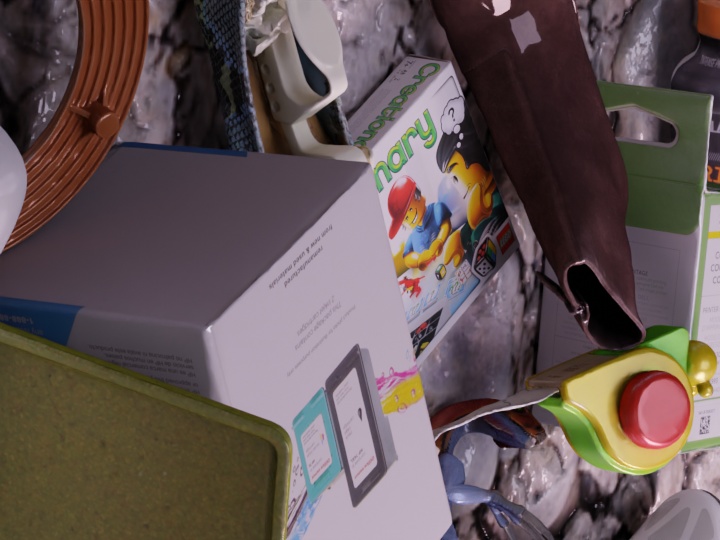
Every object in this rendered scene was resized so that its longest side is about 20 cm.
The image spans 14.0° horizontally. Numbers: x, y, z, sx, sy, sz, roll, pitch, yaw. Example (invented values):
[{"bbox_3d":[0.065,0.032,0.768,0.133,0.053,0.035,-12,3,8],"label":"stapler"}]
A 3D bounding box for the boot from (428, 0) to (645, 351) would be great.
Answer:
[{"bbox_3d":[0.099,-0.071,1.525,0.200,0.072,0.167,56,17,-49],"label":"boot"}]

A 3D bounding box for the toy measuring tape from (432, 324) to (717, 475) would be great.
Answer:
[{"bbox_3d":[0.112,0.087,1.554,0.199,0.073,0.074,-22,116,-28],"label":"toy measuring tape"}]

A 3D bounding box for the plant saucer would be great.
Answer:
[{"bbox_3d":[-0.109,0.117,1.255,0.048,0.199,0.201,-35,137,-52],"label":"plant saucer"}]

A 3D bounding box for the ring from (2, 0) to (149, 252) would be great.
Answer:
[{"bbox_3d":[-0.171,-0.085,1.240,0.200,0.019,0.202,-22,129,-30],"label":"ring"}]

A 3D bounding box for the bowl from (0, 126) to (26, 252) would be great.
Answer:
[{"bbox_3d":[-0.233,-0.015,1.137,0.199,0.074,0.201,40,78,-30],"label":"bowl"}]

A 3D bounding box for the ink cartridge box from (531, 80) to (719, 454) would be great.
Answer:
[{"bbox_3d":[0.161,-0.005,1.653,0.059,0.103,0.202,-6,103,-50],"label":"ink cartridge box"}]

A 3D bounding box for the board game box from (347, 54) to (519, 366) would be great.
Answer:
[{"bbox_3d":[0.000,0.000,1.510,0.200,0.034,0.127,-49,132,-31],"label":"board game box"}]

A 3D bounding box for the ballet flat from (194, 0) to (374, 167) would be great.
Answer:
[{"bbox_3d":[-0.029,-0.069,1.400,0.074,0.074,0.201,-32,110,-42],"label":"ballet flat"}]

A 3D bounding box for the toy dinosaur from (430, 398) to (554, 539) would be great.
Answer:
[{"bbox_3d":[0.037,0.117,1.536,0.200,0.104,0.182,50,34,-37],"label":"toy dinosaur"}]

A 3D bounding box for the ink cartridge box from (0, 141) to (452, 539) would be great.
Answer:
[{"bbox_3d":[-0.068,0.067,1.343,0.146,0.146,0.201,-46,132,-45],"label":"ink cartridge box"}]

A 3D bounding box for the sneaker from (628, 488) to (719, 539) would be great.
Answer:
[{"bbox_3d":[0.149,0.195,1.710,0.201,0.075,0.116,-58,139,-20],"label":"sneaker"}]

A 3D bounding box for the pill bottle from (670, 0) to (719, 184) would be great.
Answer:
[{"bbox_3d":[0.235,-0.066,1.728,0.106,0.106,0.202,-21,114,-47],"label":"pill bottle"}]
